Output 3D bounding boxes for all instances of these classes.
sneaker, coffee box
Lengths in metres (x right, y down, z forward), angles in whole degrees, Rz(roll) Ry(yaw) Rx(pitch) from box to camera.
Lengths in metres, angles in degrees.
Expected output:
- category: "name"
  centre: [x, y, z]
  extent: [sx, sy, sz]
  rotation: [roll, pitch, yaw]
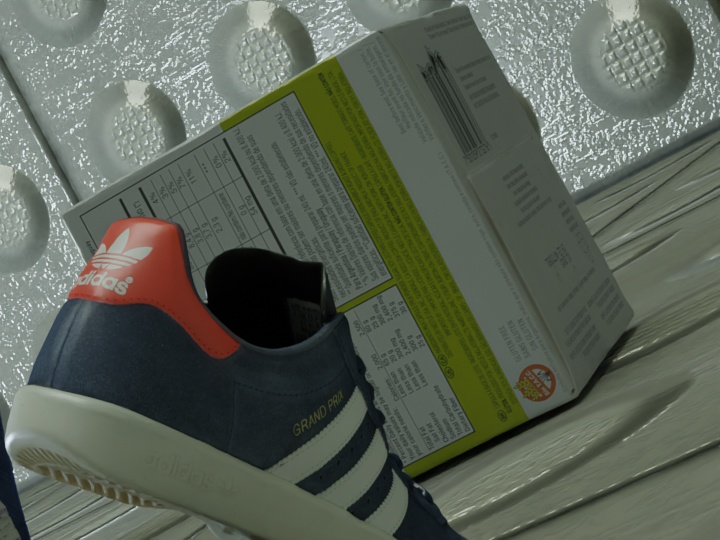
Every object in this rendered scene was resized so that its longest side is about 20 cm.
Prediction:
- category: "sneaker"
  centre: [-0.017, 0.044, 0.648]
  extent: [0.075, 0.085, 0.200]
  rotation: [8, -15, 35]
- category: "coffee box"
  centre: [0.000, 0.000, 1.136]
  extent: [0.197, 0.201, 0.200]
  rotation: [-29, 1, 18]

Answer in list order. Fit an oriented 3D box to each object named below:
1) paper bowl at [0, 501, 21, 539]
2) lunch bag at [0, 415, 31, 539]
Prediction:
- category: "paper bowl"
  centre: [-0.232, 0.186, 0.978]
  extent: [0.200, 0.105, 0.201]
  rotation: [-29, 1, 1]
- category: "lunch bag"
  centre: [-0.336, 0.181, 1.589]
  extent: [0.132, 0.201, 0.136]
  rotation: [-7, 8, 25]
